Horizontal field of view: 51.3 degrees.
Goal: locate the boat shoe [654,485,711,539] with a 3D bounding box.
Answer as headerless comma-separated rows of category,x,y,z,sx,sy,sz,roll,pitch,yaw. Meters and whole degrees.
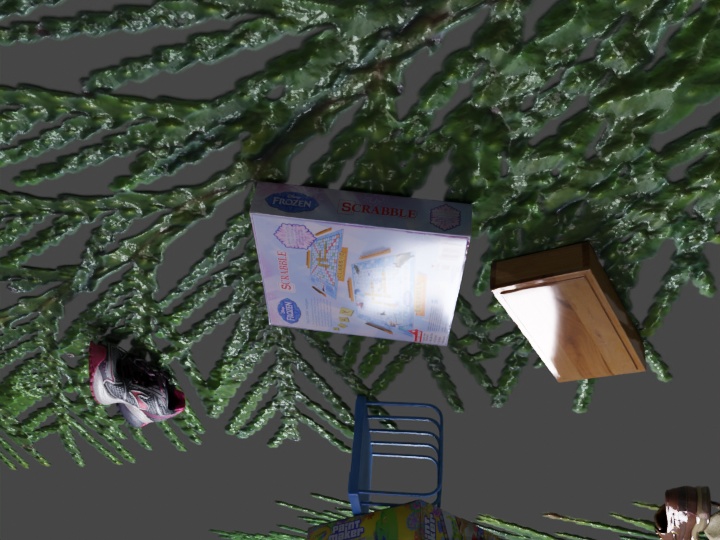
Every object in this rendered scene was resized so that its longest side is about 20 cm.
boat shoe,0.493,0.391,1.169,0.067,0.072,0.200,5,139,15

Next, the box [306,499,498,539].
box,0.059,0.415,1.023,0.200,0.122,0.192,-26,135,32

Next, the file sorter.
file sorter,0.054,0.285,1.062,0.122,0.139,0.200,1,145,6

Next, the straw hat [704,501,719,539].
straw hat,0.565,0.389,1.120,0.085,0.201,0.201,37,161,35

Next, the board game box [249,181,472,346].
board game box,0.000,0.000,0.748,0.199,0.041,0.200,7,145,3

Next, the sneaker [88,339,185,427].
sneaker,-0.302,0.146,1.005,0.074,0.081,0.200,-12,150,5

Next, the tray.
tray,0.219,0.052,0.776,0.098,0.037,0.200,-14,138,29
